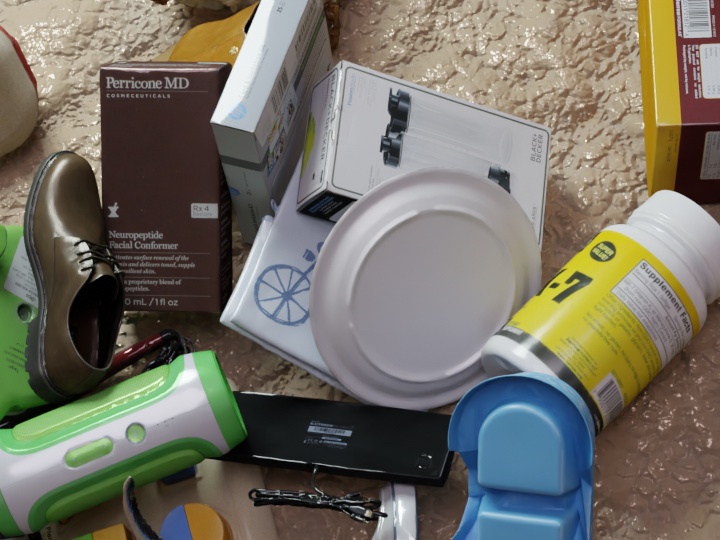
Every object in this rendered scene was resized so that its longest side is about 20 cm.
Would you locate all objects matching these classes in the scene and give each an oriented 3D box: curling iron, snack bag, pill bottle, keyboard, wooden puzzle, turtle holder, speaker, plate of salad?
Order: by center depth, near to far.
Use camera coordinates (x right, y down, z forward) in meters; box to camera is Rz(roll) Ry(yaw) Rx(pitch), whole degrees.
[{"bbox_3d":[-0.191,0.132,1.525,0.199,0.089,0.089,-22,64,-3],"label":"speaker"},{"bbox_3d":[-0.030,0.147,1.547,0.199,0.021,0.127,5,39,15],"label":"keyboard"},{"bbox_3d":[-0.175,0.186,1.580,0.199,0.046,0.186,-16,63,-3],"label":"wooden puzzle"},{"bbox_3d":[0.050,0.013,1.580,0.199,0.201,0.048,-30,26,-10],"label":"plate of salad"},{"bbox_3d":[0.201,0.036,1.582,0.200,0.114,0.114,-43,68,-16],"label":"pill bottle"},{"bbox_3d":[-0.290,0.063,1.604,0.140,0.131,0.187,-1,76,-41],"label":"turtle holder"},{"bbox_3d":[0.000,0.000,1.623,0.188,0.021,0.201,29,65,-17],"label":"snack bag"},{"bbox_3d":[-0.228,0.101,1.637,0.199,0.026,0.050,-22,61,-5],"label":"curling iron"}]

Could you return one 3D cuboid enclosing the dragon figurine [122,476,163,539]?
[{"bbox_3d":[-0.128,0.248,1.502,0.099,0.059,0.201,-5,92,1],"label":"dragon figurine"}]

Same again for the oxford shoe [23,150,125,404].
[{"bbox_3d":[-0.212,-0.003,1.546,0.084,0.072,0.201,-23,66,44],"label":"oxford shoe"}]

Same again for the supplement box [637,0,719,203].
[{"bbox_3d":[0.337,-0.174,1.662,0.199,0.133,0.198,-1,63,4],"label":"supplement box"}]

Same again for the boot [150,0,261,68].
[{"bbox_3d":[-0.138,-0.131,1.682,0.144,0.071,0.202,-21,48,41],"label":"boot"}]

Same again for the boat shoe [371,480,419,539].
[{"bbox_3d":[0.009,0.249,1.517,0.065,0.074,0.201,4,63,2],"label":"boat shoe"}]

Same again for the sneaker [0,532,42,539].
[{"bbox_3d":[-0.284,0.261,1.532,0.081,0.074,0.201,-40,52,32],"label":"sneaker"}]

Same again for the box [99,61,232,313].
[{"bbox_3d":[-0.156,-0.068,1.621,0.099,0.075,0.201,0,98,4],"label":"box"}]

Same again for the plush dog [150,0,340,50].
[{"bbox_3d":[-0.102,-0.275,1.766,0.171,0.161,0.200,8,31,24],"label":"plush dog"}]

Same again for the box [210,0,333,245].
[{"bbox_3d":[-0.066,-0.130,1.638,0.041,0.200,0.157,15,66,13],"label":"box"}]

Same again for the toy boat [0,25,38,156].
[{"bbox_3d":[-0.387,-0.148,1.737,0.199,0.131,0.131,-29,35,-10],"label":"toy boat"}]

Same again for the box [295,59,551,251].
[{"bbox_3d":[0.053,-0.083,1.626,0.199,0.060,0.117,15,69,-23],"label":"box"}]

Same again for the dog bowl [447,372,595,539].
[{"bbox_3d":[0.125,0.170,1.503,0.111,0.050,0.201,4,104,20],"label":"dog bowl"}]
